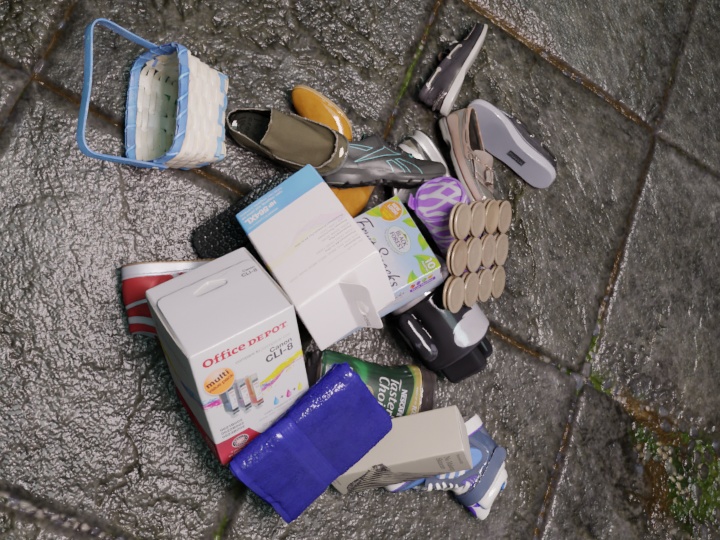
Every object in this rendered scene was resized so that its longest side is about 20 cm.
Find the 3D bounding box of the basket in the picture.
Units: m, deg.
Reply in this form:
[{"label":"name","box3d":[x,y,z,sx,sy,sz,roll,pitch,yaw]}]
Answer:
[{"label":"basket","box3d":[-0.278,-0.216,1.000,0.199,0.137,0.180,15,74,-51]}]

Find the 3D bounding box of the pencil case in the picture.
[{"label":"pencil case","box3d":[0.144,-0.055,1.140,0.201,0.084,0.085,58,40,-49]}]

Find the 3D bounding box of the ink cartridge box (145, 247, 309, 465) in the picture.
[{"label":"ink cartridge box","box3d":[-0.164,0.107,0.961,0.144,0.144,0.202,-26,133,-22]}]

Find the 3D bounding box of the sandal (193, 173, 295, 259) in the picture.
[{"label":"sandal","box3d":[-0.149,-0.081,1.084,0.198,0.048,0.076,-26,96,-1]}]

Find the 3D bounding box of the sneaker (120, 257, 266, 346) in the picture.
[{"label":"sneaker","box3d":[-0.225,0.044,1.034,0.196,0.071,0.115,-3,80,-15]}]

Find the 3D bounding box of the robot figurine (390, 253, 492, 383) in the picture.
[{"label":"robot figurine","box3d":[0.115,0.070,1.143,0.124,0.150,0.201,-37,96,-7]}]

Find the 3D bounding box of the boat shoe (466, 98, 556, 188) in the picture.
[{"label":"boat shoe","box3d":[0.262,-0.227,1.280,0.199,0.070,0.067,38,53,-10]}]

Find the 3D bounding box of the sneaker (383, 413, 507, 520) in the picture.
[{"label":"sneaker","box3d":[0.140,0.325,1.138,0.198,0.080,0.148,-27,89,-29]}]

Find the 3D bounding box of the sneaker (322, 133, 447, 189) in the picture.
[{"label":"sneaker","box3d":[0.039,-0.162,1.106,0.196,0.075,0.081,-1,86,-23]}]

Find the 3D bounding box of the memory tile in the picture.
[{"label":"memory tile","box3d":[0.172,-0.026,1.096,0.199,0.017,0.156,-10,106,-56]}]

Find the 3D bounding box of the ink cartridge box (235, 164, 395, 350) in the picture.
[{"label":"ink cartridge box","box3d":[-0.052,-0.008,0.986,0.124,0.129,0.201,-33,57,-6]}]

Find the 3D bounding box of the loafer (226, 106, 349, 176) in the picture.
[{"label":"loafer","box3d":[-0.110,-0.185,1.061,0.197,0.069,0.077,15,88,22]}]

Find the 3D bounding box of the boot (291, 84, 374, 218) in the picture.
[{"label":"boot","box3d":[-0.064,-0.163,1.129,0.201,0.071,0.145,45,67,-16]}]

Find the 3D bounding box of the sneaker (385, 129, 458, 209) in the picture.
[{"label":"sneaker","box3d":[0.107,-0.111,1.206,0.115,0.076,0.202,-38,101,-5]}]

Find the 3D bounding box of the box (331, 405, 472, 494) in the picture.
[{"label":"box","box3d":[0.052,0.254,1.055,0.197,0.082,0.069,-15,55,12]}]

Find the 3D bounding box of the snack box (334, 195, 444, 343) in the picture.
[{"label":"snack box","box3d":[0.000,0.000,1.076,0.198,0.053,0.143,-28,60,-4]}]

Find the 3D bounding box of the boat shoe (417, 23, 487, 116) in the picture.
[{"label":"boat shoe","box3d":[0.155,-0.344,1.248,0.060,0.074,0.202,25,67,3]}]

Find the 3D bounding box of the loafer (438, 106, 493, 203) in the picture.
[{"label":"loafer","box3d":[0.178,-0.182,1.187,0.072,0.062,0.202,35,32,-48]}]

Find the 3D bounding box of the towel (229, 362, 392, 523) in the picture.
[{"label":"towel","box3d":[-0.062,0.222,0.981,0.199,0.050,0.148,-40,129,-7]}]

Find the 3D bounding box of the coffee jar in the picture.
[{"label":"coffee jar","box3d":[0.016,0.182,1.106,0.197,0.085,0.106,12,79,-21]}]
